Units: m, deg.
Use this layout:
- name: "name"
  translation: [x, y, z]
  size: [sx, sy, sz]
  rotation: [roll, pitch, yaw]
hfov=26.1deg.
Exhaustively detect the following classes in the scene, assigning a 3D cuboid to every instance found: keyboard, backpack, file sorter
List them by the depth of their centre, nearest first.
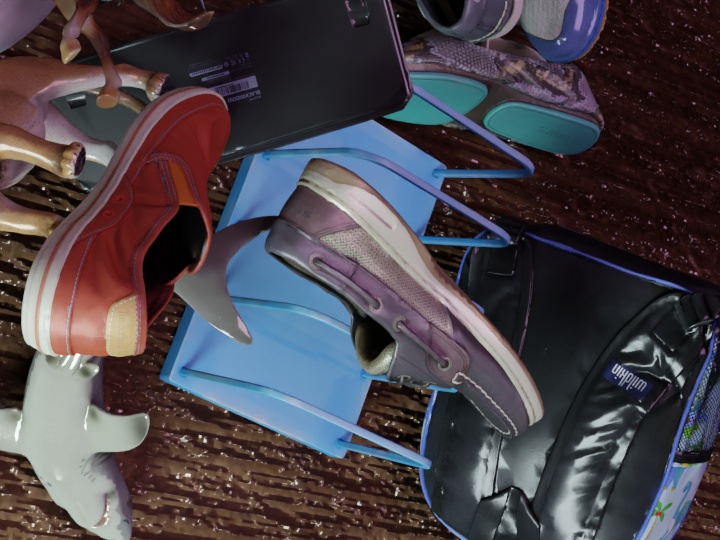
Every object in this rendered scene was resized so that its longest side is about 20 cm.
- name: "keyboard"
  translation: [-0.079, -0.124, 0.846]
  size: [0.197, 0.021, 0.129]
  rotation: [-15, 103, 3]
- name: "file sorter"
  translation: [0.000, 0.000, 0.915]
  size: [0.138, 0.122, 0.202]
  rotation: [28, 76, -34]
- name: "backpack"
  translation: [0.143, 0.086, 0.986]
  size: [0.146, 0.181, 0.203]
  rotation: [2, 106, -60]

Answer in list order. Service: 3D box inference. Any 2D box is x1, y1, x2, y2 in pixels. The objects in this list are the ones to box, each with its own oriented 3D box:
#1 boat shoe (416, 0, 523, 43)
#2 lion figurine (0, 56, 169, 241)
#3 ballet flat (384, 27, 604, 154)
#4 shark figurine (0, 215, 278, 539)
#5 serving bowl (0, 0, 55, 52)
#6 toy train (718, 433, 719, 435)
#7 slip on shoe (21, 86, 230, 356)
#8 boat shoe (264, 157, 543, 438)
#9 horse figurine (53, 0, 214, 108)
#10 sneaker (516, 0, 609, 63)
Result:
- name: "boat shoe"
  translation: [0.040, -0.235, 0.939]
  size: [0.062, 0.072, 0.202]
  rotation: [-22, 93, -52]
- name: "lion figurine"
  translation: [-0.178, -0.068, 0.761]
  size: [0.200, 0.121, 0.073]
  rotation: [-50, 155, -69]
- name: "ballet flat"
  translation: [0.073, -0.124, 1.003]
  size: [0.198, 0.072, 0.073]
  rotation: [9, 87, -36]
- name: "shark figurine"
  translation: [-0.137, 0.038, 0.832]
  size: [0.127, 0.216, 0.090]
  rotation: [27, 33, -8]
- name: "serving bowl"
  translation: [-0.219, -0.202, 0.781]
  size: [0.198, 0.065, 0.203]
  rotation: [-2, 94, -35]
- name: "toy train"
  translation: [0.294, 0.116, 1.177]
  size: [0.200, 0.046, 0.034]
  rotation: [39, 71, -30]
- name: "slip on shoe"
  translation: [-0.097, -0.024, 0.751]
  size: [0.201, 0.060, 0.075]
  rotation: [-66, 167, -54]
- name: "boat shoe"
  translation: [0.022, 0.028, 0.819]
  size: [0.065, 0.072, 0.200]
  rotation: [-47, 120, -10]
- name: "horse figurine"
  translation: [-0.171, -0.150, 0.731]
  size: [0.198, 0.050, 0.134]
  rotation: [8, 56, -30]
- name: "sneaker"
  translation: [0.099, -0.231, 0.985]
  size: [0.088, 0.075, 0.203]
  rotation: [-3, 79, -56]
